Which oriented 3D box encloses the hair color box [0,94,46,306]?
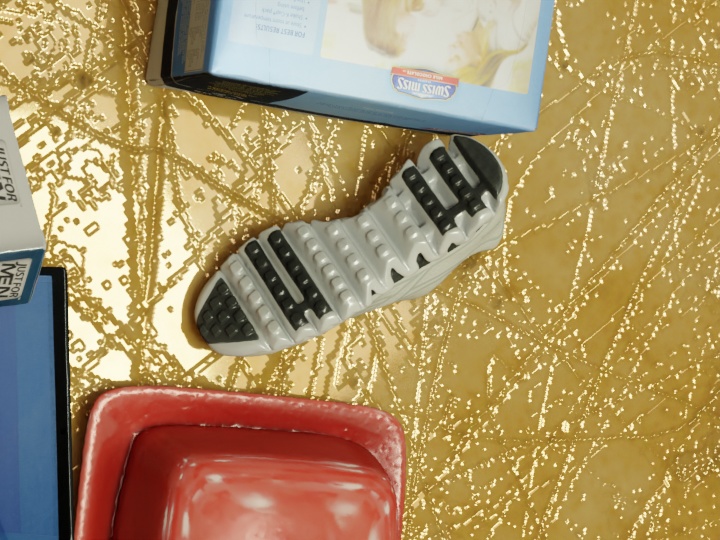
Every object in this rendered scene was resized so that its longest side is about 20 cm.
[{"bbox_3d":[-0.270,-0.026,1.208,0.199,0.061,0.100,-7,61,-21],"label":"hair color box"}]

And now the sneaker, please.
[{"bbox_3d":[0.000,0.000,1.384,0.199,0.081,0.075,-27,65,-2],"label":"sneaker"}]

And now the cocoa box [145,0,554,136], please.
[{"bbox_3d":[-0.003,-0.155,1.344,0.199,0.131,0.134,8,89,-20],"label":"cocoa box"}]

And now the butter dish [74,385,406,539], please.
[{"bbox_3d":[-0.053,0.172,1.328,0.199,0.148,0.201,6,89,-21],"label":"butter dish"}]

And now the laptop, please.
[{"bbox_3d":[-0.263,0.087,1.272,0.199,0.103,0.178,-2,92,-20],"label":"laptop"}]
